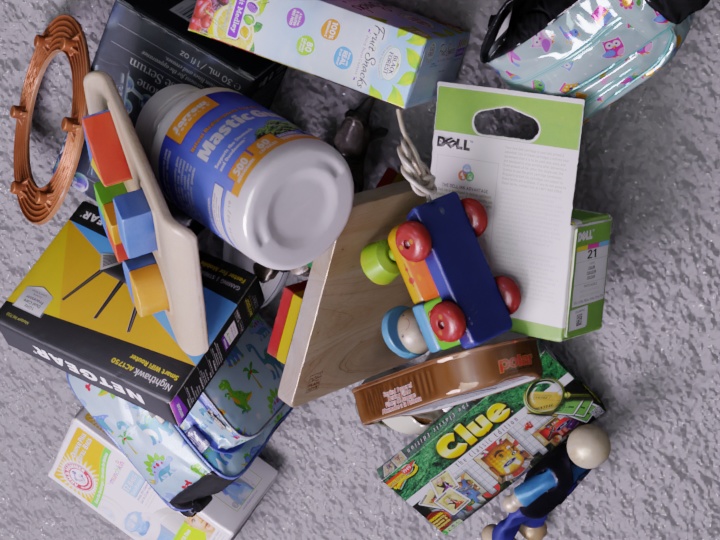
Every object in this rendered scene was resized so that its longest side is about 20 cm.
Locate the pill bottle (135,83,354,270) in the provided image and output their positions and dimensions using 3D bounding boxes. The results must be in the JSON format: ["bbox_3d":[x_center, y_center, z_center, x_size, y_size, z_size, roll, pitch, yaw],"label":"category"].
[{"bbox_3d":[-0.105,-0.087,1.383,0.200,0.112,0.112,33,127,44],"label":"pill bottle"}]

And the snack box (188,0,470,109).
[{"bbox_3d":[-0.022,-0.205,1.423,0.199,0.169,0.068,22,105,11],"label":"snack box"}]

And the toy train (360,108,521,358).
[{"bbox_3d":[0.041,-0.025,1.381,0.116,0.085,0.201,-25,88,50],"label":"toy train"}]

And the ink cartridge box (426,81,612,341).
[{"bbox_3d":[0.135,-0.054,1.407,0.147,0.076,0.201,12,103,34],"label":"ink cartridge box"}]

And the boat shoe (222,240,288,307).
[{"bbox_3d":[-0.102,-0.045,1.588,0.073,0.065,0.201,16,118,14],"label":"boat shoe"}]

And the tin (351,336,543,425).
[{"bbox_3d":[0.075,0.098,1.440,0.200,0.112,0.042,-25,80,52],"label":"tin"}]

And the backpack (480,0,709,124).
[{"bbox_3d":[0.192,-0.209,1.353,0.127,0.167,0.200,46,127,-9],"label":"backpack"}]

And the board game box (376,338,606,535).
[{"bbox_3d":[0.123,0.159,1.558,0.200,0.023,0.105,-40,120,12],"label":"board game box"}]

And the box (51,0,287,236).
[{"bbox_3d":[-0.176,-0.149,1.548,0.148,0.107,0.200,30,121,6],"label":"box"}]

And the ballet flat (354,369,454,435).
[{"bbox_3d":[0.089,0.146,1.600,0.199,0.064,0.068,13,117,16],"label":"ballet flat"}]

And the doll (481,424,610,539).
[{"bbox_3d":[0.181,0.199,1.553,0.048,0.136,0.200,49,146,17],"label":"doll"}]

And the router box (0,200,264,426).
[{"bbox_3d":[-0.210,0.036,1.514,0.200,0.149,0.051,22,153,21],"label":"router box"}]

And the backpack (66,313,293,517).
[{"bbox_3d":[-0.166,0.102,1.606,0.200,0.183,0.147,46,124,-3],"label":"backpack"}]

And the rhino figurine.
[{"bbox_3d":[-0.029,-0.077,1.529,0.060,0.087,0.200,29,105,14],"label":"rhino figurine"}]

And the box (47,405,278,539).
[{"bbox_3d":[-0.205,0.209,1.711,0.200,0.101,0.113,36,134,3],"label":"box"}]

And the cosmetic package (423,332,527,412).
[{"bbox_3d":[0.135,0.040,1.524,0.051,0.083,0.200,43,121,-1],"label":"cosmetic package"}]

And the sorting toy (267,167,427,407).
[{"bbox_3d":[0.000,0.000,1.500,0.070,0.200,0.199,32,120,30],"label":"sorting toy"}]

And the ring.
[{"bbox_3d":[-0.299,-0.143,1.567,0.019,0.201,0.201,9,125,-29],"label":"ring"}]

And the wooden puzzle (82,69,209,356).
[{"bbox_3d":[-0.193,-0.043,1.417,0.200,0.046,0.185,58,161,31],"label":"wooden puzzle"}]
